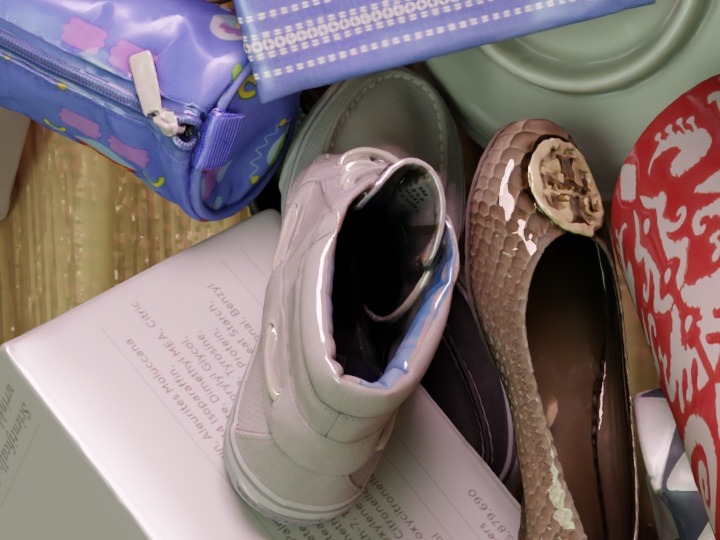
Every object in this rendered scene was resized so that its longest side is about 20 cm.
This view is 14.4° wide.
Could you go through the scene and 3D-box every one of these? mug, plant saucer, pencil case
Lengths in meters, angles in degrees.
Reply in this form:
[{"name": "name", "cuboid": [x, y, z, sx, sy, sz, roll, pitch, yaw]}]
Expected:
[{"name": "mug", "cuboid": [0.167, 0.039, 0.914, 0.133, 0.200, 0.177, -43, 120, 15]}, {"name": "plant saucer", "cuboid": [0.083, -0.120, 1.013, 0.199, 0.050, 0.202, 7, 104, 29]}, {"name": "pencil case", "cuboid": [-0.114, -0.090, 1.033, 0.199, 0.087, 0.078, 28, 105, 13]}]

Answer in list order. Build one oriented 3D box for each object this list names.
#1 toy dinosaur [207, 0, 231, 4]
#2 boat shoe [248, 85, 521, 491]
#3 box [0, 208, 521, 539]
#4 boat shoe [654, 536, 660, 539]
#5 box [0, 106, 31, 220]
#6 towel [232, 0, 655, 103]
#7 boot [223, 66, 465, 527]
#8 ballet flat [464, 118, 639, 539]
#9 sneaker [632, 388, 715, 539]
[{"name": "toy dinosaur", "cuboid": [-0.012, -0.152, 1.052, 0.060, 0.106, 0.201, 30, 112, -4]}, {"name": "boat shoe", "cuboid": [0.000, 0.000, 1.080, 0.070, 0.066, 0.201, -24, 89, 32]}, {"name": "box", "cuboid": [-0.049, 0.124, 1.057, 0.200, 0.130, 0.199, 50, 143, 15]}, {"name": "boat shoe", "cuboid": [0.076, 0.175, 1.081, 0.076, 0.071, 0.201, 39, 118, 34]}, {"name": "box", "cuboid": [-0.232, -0.101, 1.151, 0.200, 0.097, 0.125, 43, 143, 14]}, {"name": "towel", "cuboid": [0.011, -0.167, 0.946, 0.144, 0.024, 0.201, -13, 106, 2]}, {"name": "boot", "cuboid": [0.010, -0.012, 0.984, 0.073, 0.201, 0.096, 21, 142, -11]}, {"name": "ballet flat", "cuboid": [0.073, 0.045, 0.969, 0.046, 0.067, 0.201, -15, 73, 50]}, {"name": "sneaker", "cuboid": [0.173, 0.115, 0.963, 0.129, 0.200, 0.080, -14, 138, 4]}]
